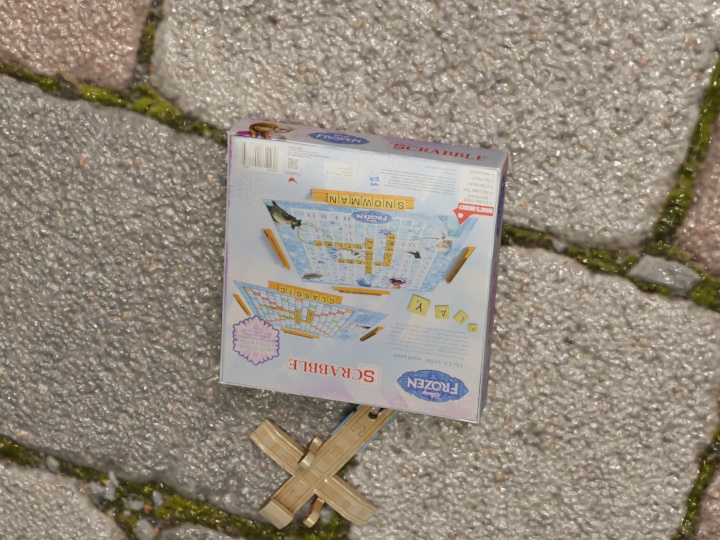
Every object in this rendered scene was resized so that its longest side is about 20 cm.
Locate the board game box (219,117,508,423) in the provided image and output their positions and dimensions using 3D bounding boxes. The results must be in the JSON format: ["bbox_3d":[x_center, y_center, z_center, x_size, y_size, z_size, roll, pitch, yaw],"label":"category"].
[{"bbox_3d":[0.000,0.000,1.521,0.199,0.041,0.200,9,113,11],"label":"board game box"}]

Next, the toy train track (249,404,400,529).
[{"bbox_3d":[-0.014,0.138,1.613,0.115,0.033,0.200,39,119,-7],"label":"toy train track"}]
